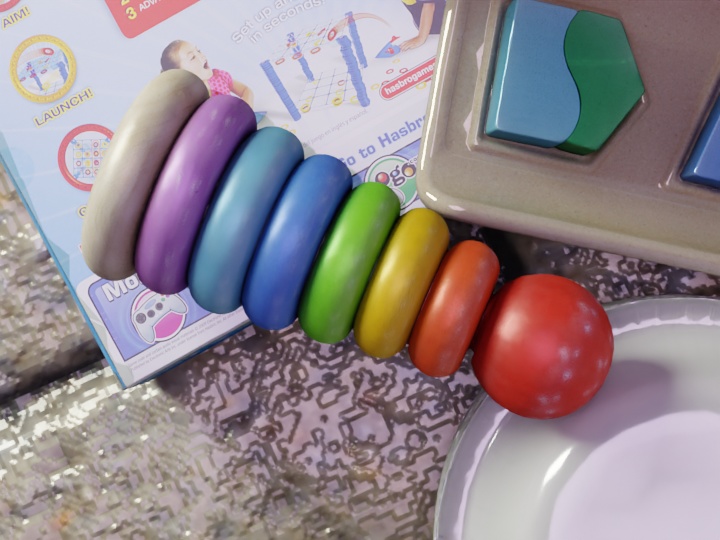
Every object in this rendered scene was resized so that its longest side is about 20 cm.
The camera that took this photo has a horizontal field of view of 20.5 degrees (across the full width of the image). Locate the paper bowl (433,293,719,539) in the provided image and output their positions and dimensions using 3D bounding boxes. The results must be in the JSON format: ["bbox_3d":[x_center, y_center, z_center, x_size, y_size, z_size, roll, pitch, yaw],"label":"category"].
[{"bbox_3d":[0.129,0.110,0.790,0.200,0.104,0.202,0,89,3],"label":"paper bowl"}]

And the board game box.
[{"bbox_3d":[-0.054,-0.084,0.822,0.200,0.056,0.196,-28,89,3],"label":"board game box"}]

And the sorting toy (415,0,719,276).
[{"bbox_3d":[0.126,-0.102,0.786,0.184,0.036,0.201,11,80,-10],"label":"sorting toy"}]

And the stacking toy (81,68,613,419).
[{"bbox_3d":[0.000,0.000,0.744,0.199,0.085,0.086,24,92,6],"label":"stacking toy"}]
